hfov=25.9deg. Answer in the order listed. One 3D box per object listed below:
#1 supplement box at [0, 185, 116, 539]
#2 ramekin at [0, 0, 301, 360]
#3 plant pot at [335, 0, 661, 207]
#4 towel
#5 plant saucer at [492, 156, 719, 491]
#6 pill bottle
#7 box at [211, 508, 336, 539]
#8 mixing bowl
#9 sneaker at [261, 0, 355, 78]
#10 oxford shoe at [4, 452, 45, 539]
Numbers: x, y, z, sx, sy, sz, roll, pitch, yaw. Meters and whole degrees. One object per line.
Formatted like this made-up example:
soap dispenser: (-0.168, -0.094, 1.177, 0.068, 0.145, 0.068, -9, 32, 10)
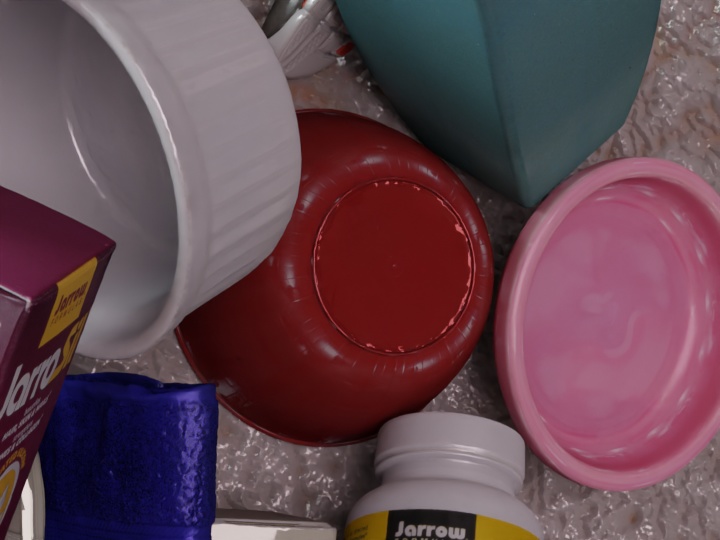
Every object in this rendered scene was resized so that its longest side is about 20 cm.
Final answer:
supplement box: (-0.203, 0.067, 0.700, 0.103, 0.131, 0.201, 23, 104, 3)
ramekin: (-0.123, -0.066, 0.786, 0.098, 0.200, 0.201, -30, 98, -43)
plant pot: (0.081, -0.144, 0.871, 0.141, 0.141, 0.200, -41, 142, -19)
towel: (-0.127, 0.152, 0.798, 0.049, 0.147, 0.201, 1, 88, -38)
plant saucer: (0.154, 0.031, 0.952, 0.200, 0.051, 0.202, -4, 97, -33)
pill bottle: (0.042, 0.184, 0.845, 0.112, 0.112, 0.201, 16, 61, -20)
box: (-0.070, 0.232, 0.846, 0.077, 0.095, 0.201, 6, 83, -21)
mixing bowl: (0.000, 0.000, 0.880, 0.199, 0.108, 0.201, 2, 86, -22)
sneaker: (-0.010, -0.206, 0.920, 0.082, 0.077, 0.200, 32, 84, 20)
oxford shoe: (-0.199, 0.159, 0.809, 0.058, 0.075, 0.201, 4, 90, -26)
